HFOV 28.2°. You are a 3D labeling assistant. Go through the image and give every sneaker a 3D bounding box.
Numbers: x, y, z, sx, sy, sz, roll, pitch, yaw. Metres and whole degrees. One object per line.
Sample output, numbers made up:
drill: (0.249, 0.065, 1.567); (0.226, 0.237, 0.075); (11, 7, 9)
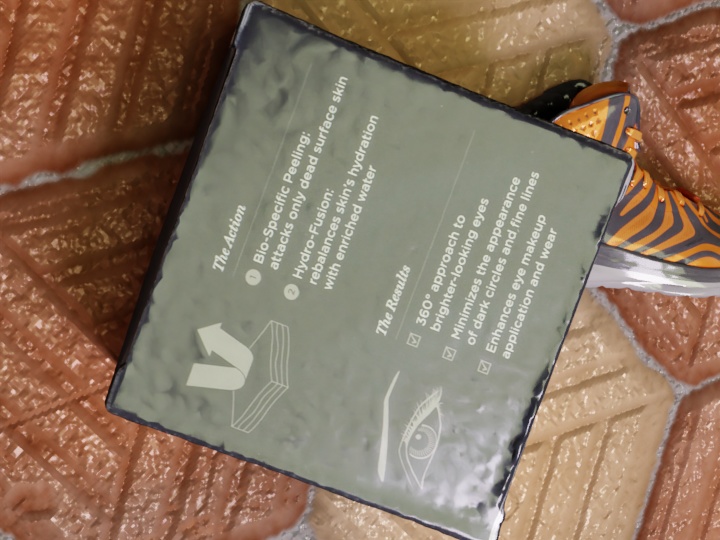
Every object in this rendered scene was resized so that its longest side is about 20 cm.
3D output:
sneaker: (0.161, -0.048, 0.814); (0.197, 0.077, 0.114); (2, 101, -23)

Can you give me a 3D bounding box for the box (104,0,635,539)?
box: (0.000, 0.000, 0.709); (0.198, 0.117, 0.199); (21, 93, -8)
